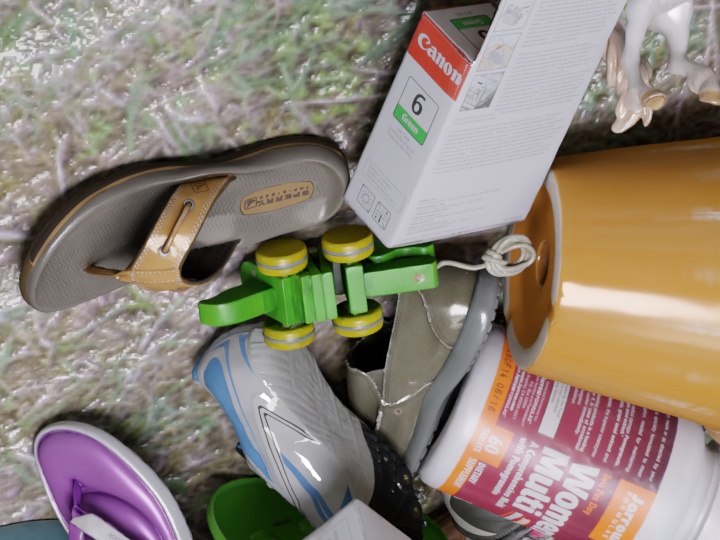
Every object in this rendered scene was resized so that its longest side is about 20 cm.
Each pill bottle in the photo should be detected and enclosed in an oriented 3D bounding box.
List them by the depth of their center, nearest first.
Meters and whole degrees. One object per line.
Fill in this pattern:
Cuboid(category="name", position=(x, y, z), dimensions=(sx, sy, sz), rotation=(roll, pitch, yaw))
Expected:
Cuboid(category="pill bottle", position=(0.144, 0.118, 1.690), dimensions=(0.199, 0.110, 0.110), rotation=(23, 123, -6))

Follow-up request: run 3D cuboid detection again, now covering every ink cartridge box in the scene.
Cuboid(category="ink cartridge box", position=(0.075, -0.109, 1.514), dimensions=(0.109, 0.050, 0.201), rotation=(-12, 137, -40))

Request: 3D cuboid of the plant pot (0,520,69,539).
Cuboid(category="plant pot", position=(-0.201, 0.273, 1.694), dimensions=(0.199, 0.135, 0.201), rotation=(-16, 138, -15))

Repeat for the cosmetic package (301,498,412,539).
Cuboid(category="cosmetic package", position=(-0.006, 0.273, 1.591), dimensions=(0.200, 0.123, 0.199), rotation=(-37, 129, 19))

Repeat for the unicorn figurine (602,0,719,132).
Cuboid(category="unicorn figurine", position=(0.195, -0.171, 1.493), dimensions=(0.199, 0.138, 0.074), rotation=(-30, 141, 28))

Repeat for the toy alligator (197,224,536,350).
Cuboid(category="toy alligator", position=(0.000, 0.000, 1.586), dimensions=(0.199, 0.054, 0.060), rotation=(-11, 115, -10))

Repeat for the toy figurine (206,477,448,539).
Cuboid(category="toy figurine", position=(-0.047, 0.245, 1.733), dimensions=(0.200, 0.150, 0.185), rotation=(-11, 131, -57))

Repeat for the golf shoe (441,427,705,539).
Cuboid(category="golf shoe", position=(0.143, 0.109, 1.771), dimensions=(0.199, 0.077, 0.088), rotation=(-35, 125, -1))

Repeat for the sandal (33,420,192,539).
Cuboid(category="sandal", position=(-0.134, 0.181, 1.621), dimensions=(0.082, 0.050, 0.203), rotation=(-21, 105, 33))

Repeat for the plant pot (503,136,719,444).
Cuboid(category="plant pot", position=(0.187, 0.004, 1.615), dimensions=(0.182, 0.201, 0.201), rotation=(5, 131, -13))

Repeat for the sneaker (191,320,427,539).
Cuboid(category="sneaker", position=(-0.027, 0.117, 1.637), dimensions=(0.072, 0.072, 0.201), rotation=(-20, 110, 41))

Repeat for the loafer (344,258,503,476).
Cuboid(category="loafer", position=(0.022, 0.063, 1.670), dimensions=(0.069, 0.075, 0.201), rotation=(23, 125, -6))

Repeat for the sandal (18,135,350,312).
Cuboid(category="sandal", position=(-0.093, -0.018, 1.522), dimensions=(0.199, 0.055, 0.082), rotation=(-14, 138, -18))

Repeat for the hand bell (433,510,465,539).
Cuboid(category="hand bell", position=(0.010, 0.239, 1.830), dimensions=(0.200, 0.104, 0.104), rotation=(-51, 136, 7))
